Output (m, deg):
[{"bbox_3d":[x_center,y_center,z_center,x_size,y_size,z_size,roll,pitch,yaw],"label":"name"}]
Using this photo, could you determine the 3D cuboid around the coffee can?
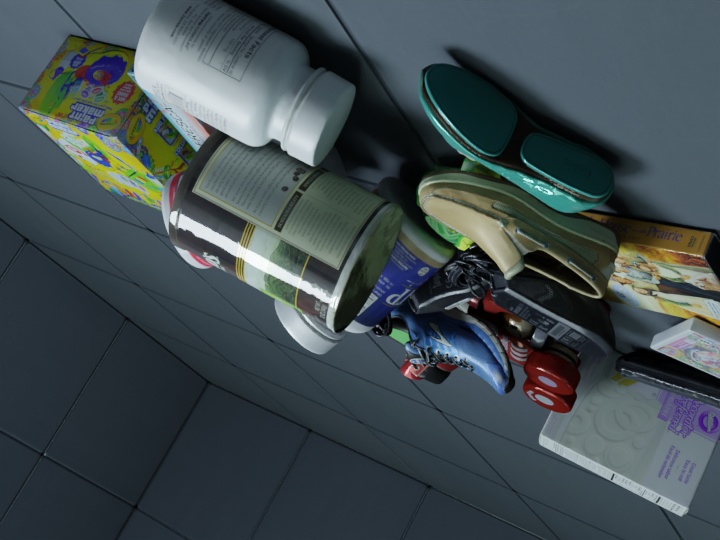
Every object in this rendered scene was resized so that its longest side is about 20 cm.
[{"bbox_3d":[-0.076,-0.046,1.137,0.199,0.147,0.147,27,165,12],"label":"coffee can"}]

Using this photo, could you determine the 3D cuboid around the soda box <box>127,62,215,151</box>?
[{"bbox_3d":[-0.187,-0.192,1.307,0.068,0.064,0.200,20,161,33],"label":"soda box"}]

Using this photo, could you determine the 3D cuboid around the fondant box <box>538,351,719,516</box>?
[{"bbox_3d":[0.346,0.196,1.388,0.199,0.145,0.058,26,163,16],"label":"fondant box"}]

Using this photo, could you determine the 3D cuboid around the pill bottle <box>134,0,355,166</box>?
[{"bbox_3d":[-0.111,-0.188,1.082,0.199,0.115,0.114,28,165,7],"label":"pill bottle"}]

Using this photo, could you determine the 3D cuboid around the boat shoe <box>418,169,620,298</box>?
[{"bbox_3d":[0.143,-0.029,1.013,0.198,0.077,0.072,18,159,-2],"label":"boat shoe"}]

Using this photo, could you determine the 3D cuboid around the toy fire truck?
[{"bbox_3d":[0.202,0.077,1.334,0.167,0.113,0.200,24,162,16],"label":"toy fire truck"}]

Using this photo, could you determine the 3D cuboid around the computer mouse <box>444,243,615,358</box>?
[{"bbox_3d":[0.193,0.024,1.179,0.199,0.053,0.139,30,167,0],"label":"computer mouse"}]

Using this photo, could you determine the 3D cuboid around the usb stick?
[{"bbox_3d":[0.397,0.137,1.296,0.199,0.033,0.055,18,-163,40],"label":"usb stick"}]

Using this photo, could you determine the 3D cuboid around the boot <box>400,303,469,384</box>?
[{"bbox_3d":[0.093,0.077,1.466,0.200,0.144,0.073,46,-169,-43],"label":"boot"}]

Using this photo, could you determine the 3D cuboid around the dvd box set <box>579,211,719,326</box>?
[{"bbox_3d":[0.281,-0.003,1.097,0.199,0.030,0.146,15,158,44],"label":"dvd box set"}]

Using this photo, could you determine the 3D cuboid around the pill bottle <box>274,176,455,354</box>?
[{"bbox_3d":[0.000,0.000,1.262,0.120,0.200,0.120,41,-159,-20],"label":"pill bottle"}]

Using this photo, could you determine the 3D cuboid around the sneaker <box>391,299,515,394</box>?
[{"bbox_3d":[0.104,0.093,1.328,0.200,0.089,0.079,37,163,35],"label":"sneaker"}]

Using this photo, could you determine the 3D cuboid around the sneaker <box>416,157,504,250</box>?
[{"bbox_3d":[0.097,-0.072,1.138,0.083,0.075,0.200,25,165,3],"label":"sneaker"}]

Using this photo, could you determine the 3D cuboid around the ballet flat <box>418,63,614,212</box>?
[{"bbox_3d":[0.129,-0.108,0.974,0.199,0.068,0.070,30,159,-4],"label":"ballet flat"}]

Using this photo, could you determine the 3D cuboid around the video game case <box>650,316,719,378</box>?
[{"bbox_3d":[0.418,0.106,1.157,0.198,0.018,0.143,24,169,4],"label":"video game case"}]

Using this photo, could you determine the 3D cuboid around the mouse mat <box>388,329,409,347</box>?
[{"bbox_3d":[0.005,0.005,1.475,0.199,0.007,0.162,31,135,40],"label":"mouse mat"}]

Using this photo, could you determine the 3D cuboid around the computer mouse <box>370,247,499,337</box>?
[{"bbox_3d":[0.089,-0.010,1.318,0.199,0.142,0.046,-28,145,27],"label":"computer mouse"}]

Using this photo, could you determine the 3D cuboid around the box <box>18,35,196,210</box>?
[{"bbox_3d":[-0.294,-0.183,1.424,0.199,0.123,0.193,20,162,35],"label":"box"}]

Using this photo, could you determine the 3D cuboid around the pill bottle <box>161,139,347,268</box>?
[{"bbox_3d":[-0.120,-0.085,1.287,0.198,0.121,0.120,-17,143,21],"label":"pill bottle"}]
